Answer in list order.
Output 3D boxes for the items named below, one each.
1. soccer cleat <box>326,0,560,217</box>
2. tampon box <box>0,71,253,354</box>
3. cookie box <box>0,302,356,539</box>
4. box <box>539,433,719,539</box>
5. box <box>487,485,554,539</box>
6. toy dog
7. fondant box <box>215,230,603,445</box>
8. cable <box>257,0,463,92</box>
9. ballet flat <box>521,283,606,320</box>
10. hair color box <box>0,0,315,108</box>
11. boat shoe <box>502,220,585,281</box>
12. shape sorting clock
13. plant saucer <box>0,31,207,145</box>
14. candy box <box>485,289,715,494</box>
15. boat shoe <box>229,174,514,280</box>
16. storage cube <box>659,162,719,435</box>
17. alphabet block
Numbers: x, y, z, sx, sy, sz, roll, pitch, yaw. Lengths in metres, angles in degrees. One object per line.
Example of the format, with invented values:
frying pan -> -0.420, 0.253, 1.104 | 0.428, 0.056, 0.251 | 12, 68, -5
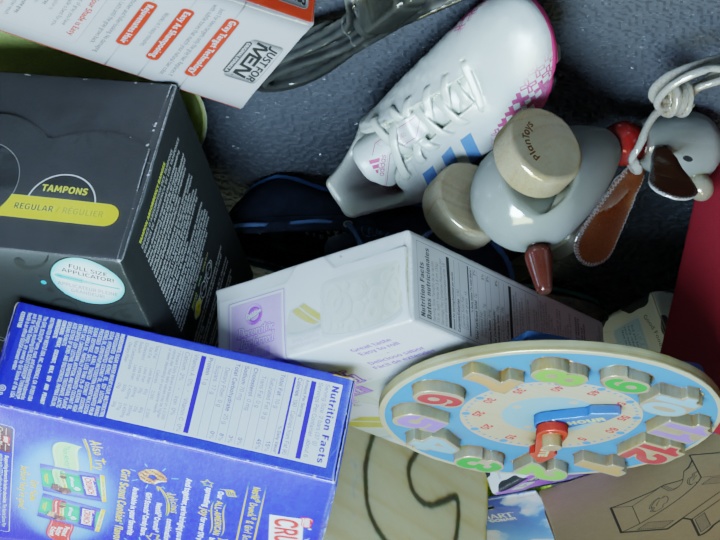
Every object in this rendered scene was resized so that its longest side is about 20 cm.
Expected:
soccer cleat -> 0.045, -0.087, 1.534 | 0.086, 0.070, 0.200 | -28, 168, -34
tampon box -> -0.167, -0.006, 1.562 | 0.149, 0.127, 0.200 | 5, 147, 17
cookie box -> -0.113, 0.110, 1.530 | 0.199, 0.076, 0.172 | 13, 147, -1
box -> 0.223, 0.153, 1.727 | 0.199, 0.164, 0.021 | -19, 111, 2
box -> 0.116, 0.203, 2.062 | 0.121, 0.048, 0.200 | -10, 147, 20
toy dog -> 0.139, -0.041, 1.529 | 0.199, 0.097, 0.132 | -17, 165, -16
fondant box -> 0.032, 0.046, 1.558 | 0.144, 0.059, 0.200 | -17, 153, 35
cable -> 0.006, -0.154, 1.502 | 0.097, 0.051, 0.200 | -11, 172, -30
ballet flat -> 0.068, 0.041, 1.777 | 0.199, 0.068, 0.068 | 8, 153, -8
hair color box -> -0.133, -0.164, 1.460 | 0.199, 0.062, 0.101 | 18, 147, -21
boat shoe -> 0.063, -0.016, 1.679 | 0.199, 0.072, 0.068 | -31, 99, 27
shape sorting clock -> 0.109, 0.084, 1.529 | 0.198, 0.040, 0.200 | -2, 158, -1
plant saucer -> -0.190, -0.108, 1.593 | 0.198, 0.031, 0.200 | 2, 150, 1
candy box -> 0.196, 0.074, 1.754 | 0.167, 0.072, 0.200 | -6, 161, -40
boat shoe -> 0.000, 0.000, 1.632 | 0.199, 0.069, 0.085 | 10, 127, 36
storage cube -> 0.307, 0.024, 1.582 | 0.170, 0.201, 0.179 | 27, 158, -35
alphabet block -> -0.044, 0.164, 1.861 | 0.196, 0.197, 0.200 | -19, 144, 36
